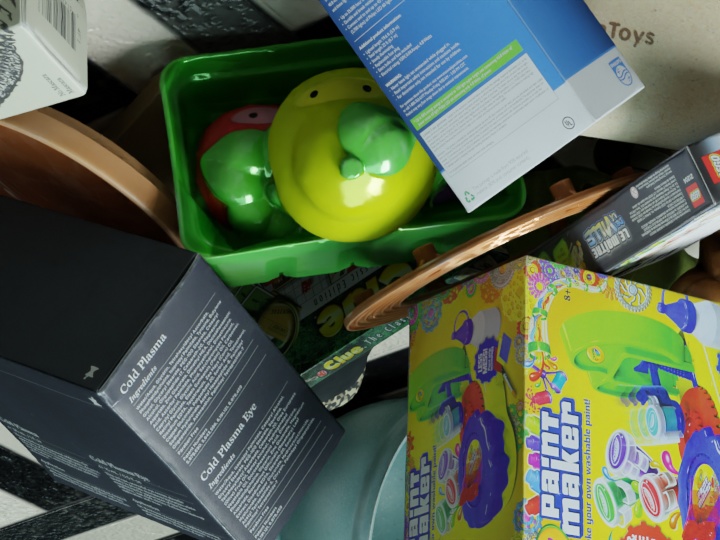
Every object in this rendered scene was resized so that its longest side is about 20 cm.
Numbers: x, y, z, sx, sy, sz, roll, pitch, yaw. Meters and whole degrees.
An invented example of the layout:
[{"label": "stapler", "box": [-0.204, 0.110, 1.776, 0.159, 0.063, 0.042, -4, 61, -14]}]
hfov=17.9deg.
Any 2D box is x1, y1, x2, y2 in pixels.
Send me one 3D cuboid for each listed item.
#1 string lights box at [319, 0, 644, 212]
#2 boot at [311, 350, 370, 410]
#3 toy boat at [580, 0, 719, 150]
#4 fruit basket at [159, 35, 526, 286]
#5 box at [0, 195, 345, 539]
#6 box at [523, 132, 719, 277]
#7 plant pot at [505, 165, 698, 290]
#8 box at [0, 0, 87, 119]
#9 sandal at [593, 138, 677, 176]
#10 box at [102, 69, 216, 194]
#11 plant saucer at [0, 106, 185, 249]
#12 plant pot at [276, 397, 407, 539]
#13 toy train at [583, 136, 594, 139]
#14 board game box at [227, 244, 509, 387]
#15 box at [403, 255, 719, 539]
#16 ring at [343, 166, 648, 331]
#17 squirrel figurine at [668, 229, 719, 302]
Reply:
[{"label": "string lights box", "box": [0.043, -0.143, 1.175, 0.103, 0.200, 0.059, -35, 180, 43]}, {"label": "boot", "box": [-0.068, 0.063, 1.610, 0.203, 0.074, 0.154, -14, 157, -21]}, {"label": "toy boat", "box": [0.131, -0.146, 1.263, 0.199, 0.131, 0.131, 10, -164, 7]}, {"label": "fruit basket", "box": [-0.010, -0.073, 1.307, 0.215, 0.156, 0.216, -8, 155, -4]}, {"label": "box", "box": [-0.143, 0.063, 1.380, 0.200, 0.104, 0.182, 16, 154, 42]}, {"label": "box", "box": [0.181, -0.039, 1.265, 0.110, 0.035, 0.200, -22, 173, -26]}, {"label": "plant pot", "box": [0.150, 0.031, 1.489, 0.199, 0.201, 0.190, -14, 147, 17]}, {"label": "box", "box": [-0.259, -0.119, 1.294, 0.199, 0.069, 0.082, -15, 149, 18]}, {"label": "sandal", "box": [0.205, -0.068, 1.460, 0.082, 0.055, 0.200, 20, 176, 26]}, {"label": "box", "box": [-0.106, -0.052, 1.480, 0.163, 0.021, 0.200, 14, 146, -30]}, {"label": "plant saucer", "box": [-0.180, -0.048, 1.391, 0.200, 0.032, 0.200, 25, 159, 10]}, {"label": "plant pot", "box": [0.012, 0.189, 1.781, 0.134, 0.201, 0.200, 8, 162, 36]}, {"label": "toy train", "box": [0.172, -0.140, 1.357, 0.046, 0.034, 0.200, -3, 152, -28]}, {"label": "board game box", "box": [0.000, 0.000, 1.469, 0.200, 0.105, 0.023, -34, 144, 23]}, {"label": "box", "box": [0.134, 0.119, 1.295, 0.192, 0.201, 0.122, 12, 159, -30]}, {"label": "ring", "box": [0.079, -0.015, 1.311, 0.200, 0.019, 0.200, -25, 172, -4]}, {"label": "squirrel figurine", "box": [0.289, -0.067, 1.393, 0.141, 0.200, 0.187, 18, 123, 19]}]
